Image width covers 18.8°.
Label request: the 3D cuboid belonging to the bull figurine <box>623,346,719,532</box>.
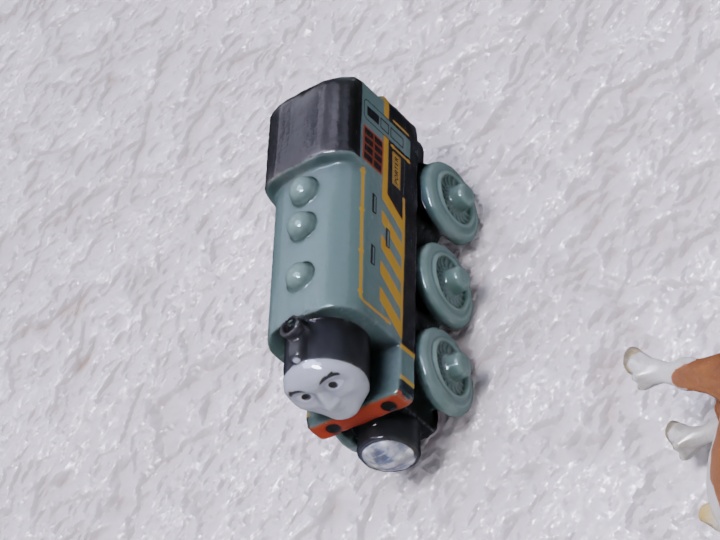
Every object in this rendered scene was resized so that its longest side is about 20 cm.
[{"bbox_3d":[0.169,0.074,0.901,0.121,0.065,0.201,-17,47,40],"label":"bull figurine"}]

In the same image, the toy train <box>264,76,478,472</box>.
[{"bbox_3d":[0.000,0.000,1.085,0.085,0.114,0.201,-23,46,31],"label":"toy train"}]
